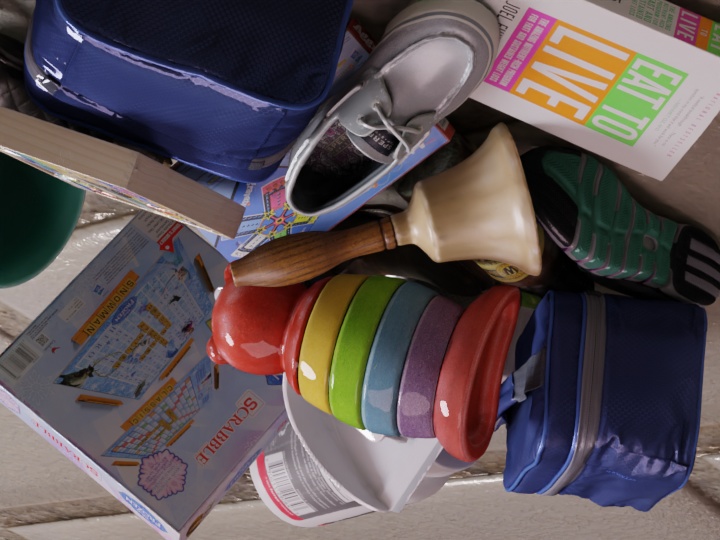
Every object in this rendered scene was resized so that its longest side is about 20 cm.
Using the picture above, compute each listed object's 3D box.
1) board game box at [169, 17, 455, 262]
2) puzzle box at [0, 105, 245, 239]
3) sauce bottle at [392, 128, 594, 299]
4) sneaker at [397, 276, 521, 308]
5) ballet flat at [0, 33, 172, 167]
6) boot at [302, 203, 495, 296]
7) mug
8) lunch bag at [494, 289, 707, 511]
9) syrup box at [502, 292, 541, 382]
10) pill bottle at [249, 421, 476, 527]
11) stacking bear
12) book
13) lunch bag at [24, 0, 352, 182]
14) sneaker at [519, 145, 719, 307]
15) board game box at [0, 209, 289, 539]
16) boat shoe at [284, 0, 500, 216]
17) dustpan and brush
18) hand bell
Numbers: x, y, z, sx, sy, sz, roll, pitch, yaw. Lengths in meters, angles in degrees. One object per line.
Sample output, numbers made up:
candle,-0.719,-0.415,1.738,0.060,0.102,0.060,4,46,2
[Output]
board game box,-0.040,-0.077,1.371,0.200,0.019,0.103,-35,104,33
puzzle box,-0.166,-0.065,1.307,0.132,0.026,0.200,18,177,18
sauce bottle,0.102,-0.031,1.450,0.064,0.065,0.200,-11,145,40
sneaker,0.031,0.009,1.541,0.199,0.071,0.081,15,143,18
ballet flat,-0.209,-0.110,1.421,0.057,0.067,0.200,-49,139,13
boot,0.000,0.000,1.445,0.199,0.097,0.075,27,171,35
mug,-0.286,-0.088,1.459,0.114,0.186,0.152,13,177,36
lunch bag,0.164,0.095,1.466,0.131,0.137,0.200,9,162,-3
syrup box,0.073,0.057,1.614,0.199,0.079,0.082,13,154,3
pill bottle,0.008,0.135,1.583,0.110,0.111,0.200,30,150,-28
stacking bear,-0.006,0.050,1.369,0.199,0.122,0.114,14,-170,16
book,0.129,-0.141,1.254,0.199,0.048,0.134,21,151,-6
lunch bag,-0.115,-0.147,1.234,0.199,0.137,0.132,21,152,-8
sneaker,0.165,-0.020,1.433,0.199,0.075,0.087,30,154,-30
board game box,-0.152,0.077,1.557,0.199,0.200,0.041,38,157,11
boat shoe,0.017,-0.095,1.265,0.070,0.072,0.201,32,138,-17
dustpan and brush,-0.026,0.074,1.480,0.200,0.057,0.140,42,119,20
hand bell,0.011,-0.024,1.329,0.199,0.105,0.104,-14,151,-2
